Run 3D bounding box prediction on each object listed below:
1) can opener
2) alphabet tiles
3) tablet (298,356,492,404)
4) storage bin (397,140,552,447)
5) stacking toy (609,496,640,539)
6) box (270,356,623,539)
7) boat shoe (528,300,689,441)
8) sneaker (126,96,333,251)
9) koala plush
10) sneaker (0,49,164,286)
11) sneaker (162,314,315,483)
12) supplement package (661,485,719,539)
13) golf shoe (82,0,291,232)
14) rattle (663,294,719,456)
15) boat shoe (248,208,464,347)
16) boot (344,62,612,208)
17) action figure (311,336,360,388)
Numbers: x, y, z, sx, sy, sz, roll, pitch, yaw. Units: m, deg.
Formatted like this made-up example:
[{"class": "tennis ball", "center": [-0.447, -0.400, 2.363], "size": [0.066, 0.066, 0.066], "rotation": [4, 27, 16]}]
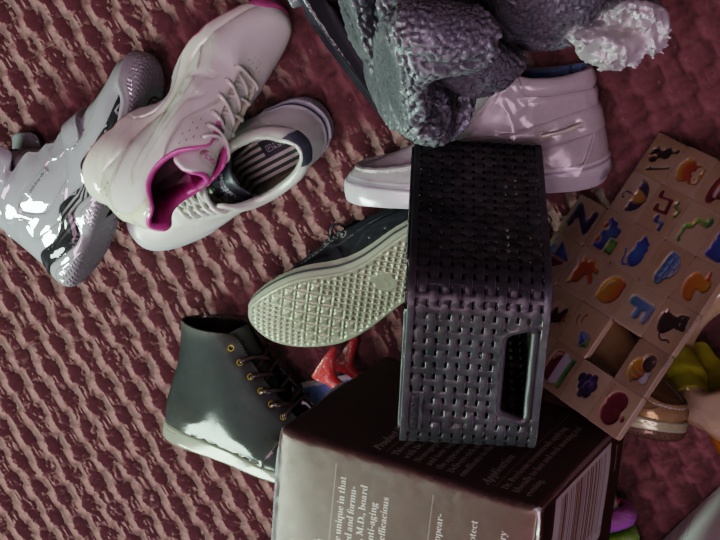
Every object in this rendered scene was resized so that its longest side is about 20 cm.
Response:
[{"class": "can opener", "center": [-0.012, -0.186, 1.241], "size": [0.063, 0.079, 0.201], "rotation": [-23, 115, 18]}, {"class": "alphabet tiles", "center": [0.187, 0.001, 1.205], "size": [0.008, 0.167, 0.201], "rotation": [33, 92, -37]}, {"class": "tablet", "center": [0.026, 0.143, 1.381], "size": [0.199, 0.014, 0.131], "rotation": [-12, 90, 21]}, {"class": "storage bin", "center": [0.075, 0.012, 1.152], "size": [0.093, 0.200, 0.136], "rotation": [4, 123, 2]}, {"class": "stacking toy", "center": [0.181, 0.213, 1.348], "size": [0.109, 0.116, 0.202], "rotation": [0, 99, 11]}, {"class": "box", "center": [0.060, 0.182, 1.209], "size": [0.199, 0.166, 0.165], "rotation": [15, 112, 25]}, {"class": "boat shoe", "center": [0.168, 0.054, 1.238], "size": [0.200, 0.071, 0.077], "rotation": [33, 106, 46]}, {"class": "sneaker", "center": [-0.112, -0.070, 1.313], "size": [0.199, 0.071, 0.073], "rotation": [-32, 101, 28]}, {"class": "koala plush", "center": [0.094, -0.186, 1.137], "size": [0.199, 0.178, 0.184], "rotation": [-22, 152, -6]}, {"class": "sneaker", "center": [-0.233, -0.095, 1.334], "size": [0.114, 0.075, 0.201], "rotation": [28, 112, 10]}, {"class": "sneaker", "center": [-0.068, 0.104, 1.359], "size": [0.199, 0.075, 0.107], "rotation": [12, 108, 20]}, {"class": "supplement package", "center": [0.323, 0.214, 1.282], "size": [0.121, 0.120, 0.200], "rotation": [38, 118, -2]}, {"class": "golf shoe", "center": [-0.112, -0.110, 1.256], "size": [0.200, 0.075, 0.091], "rotation": [-48, 50, 1]}, {"class": "rattle", "center": [0.315, 0.047, 1.249], "size": [0.143, 0.130, 0.201], "rotation": [38, 86, -27]}, {"class": "boat shoe", "center": [0.000, 0.000, 1.316], "size": [0.199, 0.062, 0.075], "rotation": [-28, 117, 26]}, {"class": "boot", "center": [0.080, -0.104, 1.247], "size": [0.198, 0.074, 0.096], "rotation": [-6, 110, 9]}, {"class": "action figure", "center": [0.067, 0.108, 1.319], "size": [0.200, 0.065, 0.099], "rotation": [41, 116, 13]}]
